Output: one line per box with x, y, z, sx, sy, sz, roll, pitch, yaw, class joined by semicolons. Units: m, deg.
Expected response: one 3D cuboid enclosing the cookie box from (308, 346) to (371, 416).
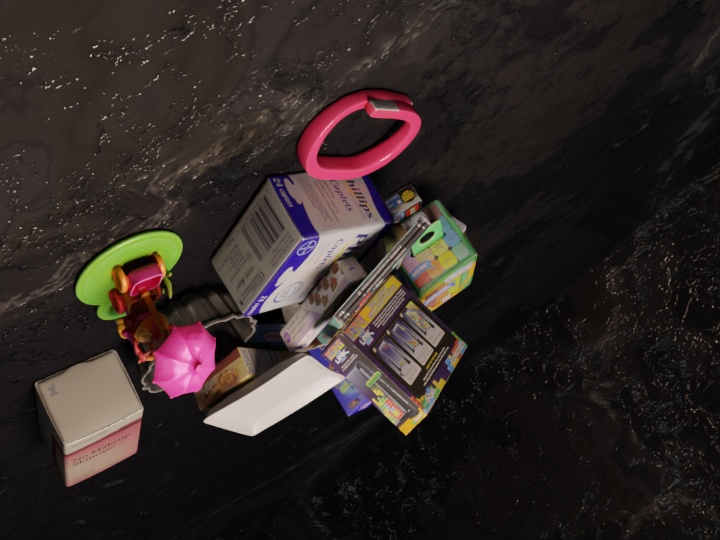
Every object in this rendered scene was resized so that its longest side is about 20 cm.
-0.009;0.156;1.707;0.075;0.202;0.171;-12;153;-51;cookie box

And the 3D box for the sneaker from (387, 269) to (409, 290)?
0.044;0.055;1.416;0.081;0.075;0.200;-26;171;-7;sneaker

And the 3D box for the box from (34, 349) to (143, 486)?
-0.417;0.231;1.313;0.126;0.110;0.201;-24;160;-28;box

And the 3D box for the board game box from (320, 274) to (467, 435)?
0.054;0.116;1.239;0.057;0.165;0.200;-50;177;34;board game box

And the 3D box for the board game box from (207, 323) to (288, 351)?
-0.195;0.142;1.499;0.148;0.037;0.201;-1;158;-3;board game box

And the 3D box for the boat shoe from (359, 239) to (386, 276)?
0.008;-0.032;1.337;0.068;0.071;0.204;2;110;-23;boat shoe

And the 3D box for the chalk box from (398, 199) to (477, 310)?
0.117;-0.024;1.461;0.123;0.125;0.200;-32;163;-7;chalk box

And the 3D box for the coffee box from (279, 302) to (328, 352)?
-0.045;0.077;1.564;0.196;0.081;0.113;-16;159;-9;coffee box

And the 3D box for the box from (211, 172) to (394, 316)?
-0.081;-0.043;1.222;0.198;0.106;0.184;-15;155;-48;box

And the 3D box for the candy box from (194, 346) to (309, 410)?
-0.173;0.183;1.424;0.115;0.056;0.199;-37;156;22;candy box

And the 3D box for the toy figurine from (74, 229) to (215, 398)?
-0.260;0.082;1.090;0.148;0.186;0.201;-22;160;-32;toy figurine

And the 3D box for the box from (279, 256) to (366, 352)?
-0.059;0.053;1.276;0.041;0.039;0.200;-16;156;-43;box

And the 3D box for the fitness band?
-0.001;-0.179;1.137;0.143;0.038;0.198;-42;160;31;fitness band

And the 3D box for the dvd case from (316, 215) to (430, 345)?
0.017;0.017;1.234;0.200;0.022;0.146;-47;178;-19;dvd case

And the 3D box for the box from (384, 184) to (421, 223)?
0.041;-0.063;1.496;0.135;0.040;0.201;-31;162;-9;box

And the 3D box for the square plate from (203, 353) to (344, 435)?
-0.138;0.200;1.389;0.196;0.029;0.200;-32;157;6;square plate

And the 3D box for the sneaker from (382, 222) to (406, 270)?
0.000;0.000;1.412;0.089;0.068;0.200;-22;163;-40;sneaker

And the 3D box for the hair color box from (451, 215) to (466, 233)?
0.126;-0.008;1.652;0.201;0.060;0.099;-54;166;-11;hair color box

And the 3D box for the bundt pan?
-0.262;0.100;1.308;0.200;0.076;0.203;-31;161;-12;bundt pan
